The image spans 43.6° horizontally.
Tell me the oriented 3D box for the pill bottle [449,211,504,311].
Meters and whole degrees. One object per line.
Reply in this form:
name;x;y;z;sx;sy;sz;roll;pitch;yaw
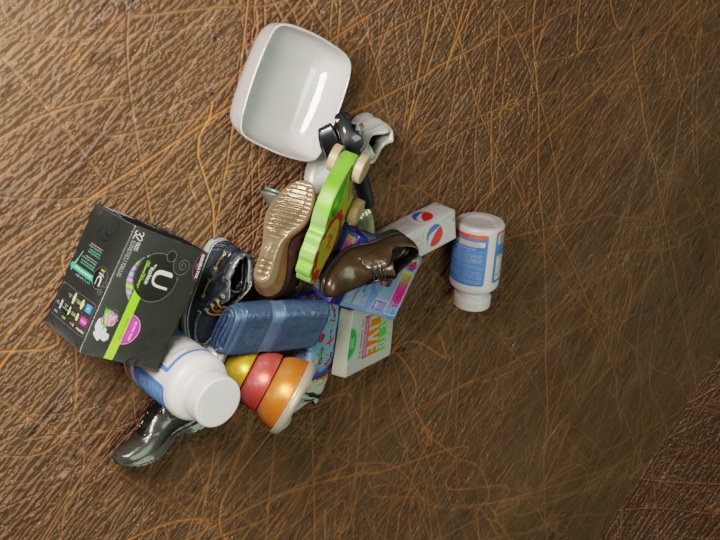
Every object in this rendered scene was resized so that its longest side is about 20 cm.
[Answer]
pill bottle;0.252;-0.017;1.974;0.112;0.112;0.202;-18;122;-39

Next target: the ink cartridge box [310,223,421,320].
ink cartridge box;0.000;0.000;1.663;0.199;0.076;0.137;17;102;-38

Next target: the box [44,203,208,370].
box;-0.355;0.027;1.365;0.148;0.124;0.201;22;92;-48

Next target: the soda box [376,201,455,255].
soda box;0.106;-0.069;1.834;0.199;0.063;0.069;-28;128;-35

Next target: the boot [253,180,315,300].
boot;-0.123;-0.043;1.547;0.166;0.072;0.201;62;51;-73

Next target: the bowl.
bowl;-0.122;-0.295;1.479;0.199;0.074;0.201;15;99;-47

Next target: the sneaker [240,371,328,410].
sneaker;-0.148;0.242;1.723;0.199;0.076;0.088;-8;124;-38

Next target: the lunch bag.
lunch bag;-0.068;0.112;1.739;0.199;0.094;0.152;-17;119;-50

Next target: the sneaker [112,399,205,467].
sneaker;-0.344;0.259;1.543;0.200;0.076;0.091;-34;122;-38

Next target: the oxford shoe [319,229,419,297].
oxford shoe;0.017;-0.008;1.564;0.199;0.084;0.073;-31;126;-23

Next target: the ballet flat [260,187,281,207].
ballet flat;-0.105;-0.091;1.600;0.199;0.067;0.064;18;89;-50

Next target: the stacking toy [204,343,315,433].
stacking toy;-0.190;0.180;1.587;0.147;0.199;0.146;-59;-177;5

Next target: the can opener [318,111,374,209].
can opener;-0.013;-0.190;1.565;0.201;0.078;0.064;64;18;-47

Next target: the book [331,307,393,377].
book;0.006;0.122;1.797;0.200;0.048;0.135;-19;119;-63

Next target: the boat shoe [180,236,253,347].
boat shoe;-0.241;0.050;1.516;0.070;0.091;0.202;3;108;-46

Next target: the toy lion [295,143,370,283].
toy lion;-0.055;-0.080;1.495;0.201;0.068;0.193;99;16;-59

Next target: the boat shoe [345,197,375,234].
boat shoe;-0.004;-0.041;1.736;0.066;0.074;0.201;-29;122;-24

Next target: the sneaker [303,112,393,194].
sneaker;-0.022;-0.208;1.622;0.200;0.080;0.071;-46;138;-17

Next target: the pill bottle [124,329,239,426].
pill bottle;-0.283;0.170;1.440;0.112;0.199;0.113;-22;125;-36

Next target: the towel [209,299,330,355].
towel;-0.154;0.092;1.546;0.199;0.049;0.112;-1;136;-36
